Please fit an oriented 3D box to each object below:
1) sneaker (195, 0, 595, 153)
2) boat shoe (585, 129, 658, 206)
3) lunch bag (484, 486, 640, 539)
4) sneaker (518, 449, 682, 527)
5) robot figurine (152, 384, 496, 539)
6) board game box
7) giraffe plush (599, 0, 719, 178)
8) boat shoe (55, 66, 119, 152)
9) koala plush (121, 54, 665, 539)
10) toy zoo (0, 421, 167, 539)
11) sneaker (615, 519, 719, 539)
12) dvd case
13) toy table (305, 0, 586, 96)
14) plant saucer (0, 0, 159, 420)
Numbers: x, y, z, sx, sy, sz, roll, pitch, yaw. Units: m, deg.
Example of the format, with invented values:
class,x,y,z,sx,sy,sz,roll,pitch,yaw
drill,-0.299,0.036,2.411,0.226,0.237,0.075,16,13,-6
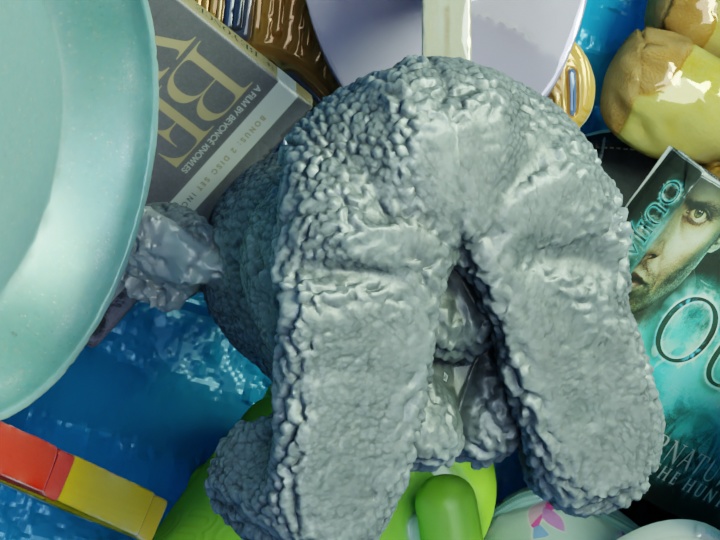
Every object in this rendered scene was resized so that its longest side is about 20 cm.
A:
class,x,y,z,sx,sy,sz,roll,pitch,yaw
sneaker,0.003,-0.082,1.311,0.199,0.088,0.076,10,93,3
boat shoe,0.087,-0.025,1.347,0.199,0.062,0.075,-6,91,-22
lunch bag,0.110,0.193,1.315,0.200,0.077,0.161,32,111,-19
sneaker,0.106,0.066,1.337,0.075,0.079,0.200,-45,135,-11
robot figurine,-0.020,0.117,1.245,0.116,0.175,0.200,52,57,-25
board game box,0.154,0.039,1.279,0.200,0.028,0.136,26,101,-47
giraffe plush,0.233,-0.070,1.326,0.200,0.162,0.173,47,54,-18
boat shoe,-0.173,-0.053,1.200,0.200,0.072,0.065,-37,105,17
koala plush,0.000,0.000,1.168,0.176,0.200,0.185,-9,102,-23
toy zoo,-0.165,0.064,1.185,0.200,0.131,0.021,31,79,-49
sneaker,0.073,0.181,1.218,0.074,0.082,0.200,42,110,-16
dvd case,-0.142,-0.077,1.242,0.200,0.016,0.149,38,107,-19
toy table,0.036,-0.153,1.210,0.183,0.117,0.201,-12,85,1
plant saucer,-0.141,-0.044,1.078,0.200,0.036,0.201,-33,128,-55
